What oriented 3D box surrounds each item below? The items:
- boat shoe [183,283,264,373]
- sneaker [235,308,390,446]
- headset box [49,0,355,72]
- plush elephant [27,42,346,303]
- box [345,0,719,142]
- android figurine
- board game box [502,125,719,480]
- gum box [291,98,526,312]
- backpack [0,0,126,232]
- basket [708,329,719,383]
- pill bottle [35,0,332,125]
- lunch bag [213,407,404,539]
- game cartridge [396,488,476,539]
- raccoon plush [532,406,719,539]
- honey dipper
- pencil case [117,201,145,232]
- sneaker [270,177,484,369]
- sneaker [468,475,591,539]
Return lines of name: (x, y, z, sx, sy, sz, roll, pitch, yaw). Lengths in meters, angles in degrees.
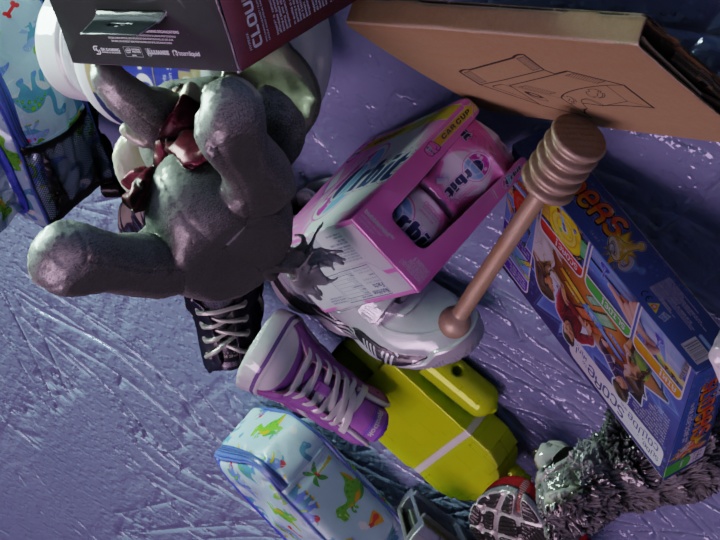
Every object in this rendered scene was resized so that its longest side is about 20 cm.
boat shoe: (-0.107, 0.033, 1.381, 0.074, 0.094, 0.200, -6, 172, 3)
sneaker: (-0.028, 0.091, 1.363, 0.114, 0.073, 0.200, 30, 177, 13)
headset box: (-0.078, -0.182, 0.982, 0.148, 0.200, 0.075, 8, 124, 41)
plush elephant: (-0.103, -0.069, 1.016, 0.200, 0.165, 0.155, 25, -153, -53)
box: (0.115, -0.115, 0.979, 0.199, 0.021, 0.163, 11, 171, 39)
android figurine: (0.059, 0.125, 1.443, 0.200, 0.041, 0.182, 40, 150, 1)
board game box: (0.160, 0.021, 1.097, 0.200, 0.034, 0.136, 55, 161, 29)
gum box: (0.022, -0.040, 1.130, 0.066, 0.114, 0.200, 46, 163, -11)
backpack: (-0.301, -0.140, 1.342, 0.183, 0.147, 0.201, 33, 149, 32)
basket: (0.324, 0.056, 0.959, 0.199, 0.124, 0.136, 5, 138, 46)
pill bottle: (-0.129, -0.155, 1.171, 0.199, 0.120, 0.120, 10, 141, 40)
lunch bag: (-0.046, 0.226, 1.654, 0.200, 0.083, 0.161, 48, 163, -17)
game cartridge: (0.094, 0.257, 1.520, 0.129, 0.039, 0.200, 35, 180, -2)
raccoon plush: (0.218, 0.155, 1.207, 0.199, 0.134, 0.097, 12, 142, 38)
honey dipper: (0.094, -0.019, 1.075, 0.038, 0.038, 0.200, 35, 134, 4)
pencil case: (-0.137, -0.062, 1.350, 0.078, 0.089, 0.200, 51, 153, -1)
sneaker: (0.000, 0.000, 1.293, 0.199, 0.075, 0.115, 23, 151, 32)
sneaker: (0.149, 0.208, 1.412, 0.077, 0.085, 0.200, 17, 157, 27)
